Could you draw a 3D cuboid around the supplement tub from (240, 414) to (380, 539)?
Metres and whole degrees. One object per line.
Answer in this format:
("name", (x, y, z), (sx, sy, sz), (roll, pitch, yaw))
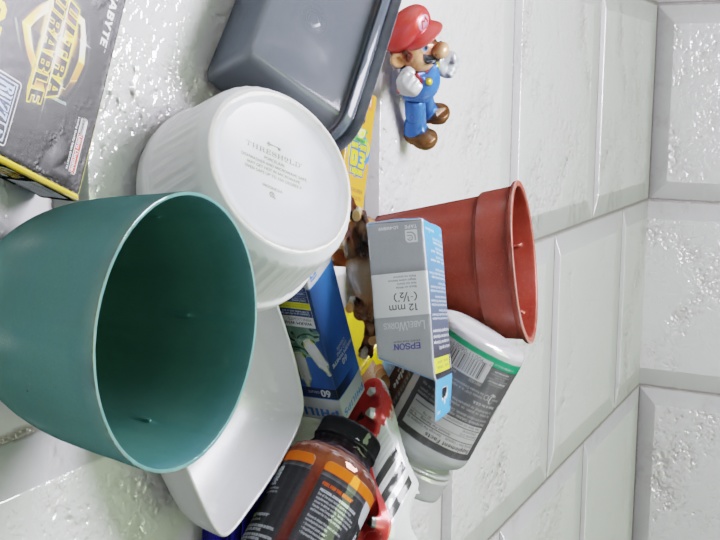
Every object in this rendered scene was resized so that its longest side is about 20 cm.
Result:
("supplement tub", (-0.050, 0.249, 1.104), (0.202, 0.105, 0.108), (-61, 145, -28))

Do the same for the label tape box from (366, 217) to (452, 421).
("label tape box", (0.055, 0.052, 1.150), (0.143, 0.065, 0.204), (9, 78, -78))

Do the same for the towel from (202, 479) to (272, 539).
("towel", (-0.119, 0.326, 1.159), (0.147, 0.049, 0.204), (4, 91, -63))

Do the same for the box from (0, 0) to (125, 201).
("box", (-0.251, -0.174, 0.808), (0.159, 0.049, 0.204), (31, 66, -59))

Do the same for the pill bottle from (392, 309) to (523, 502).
("pill bottle", (0.097, 0.158, 1.272), (0.202, 0.112, 0.113), (-61, 155, 9))

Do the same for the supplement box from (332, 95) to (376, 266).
("supplement box", (-0.033, -0.109, 1.239), (0.066, 0.068, 0.204), (12, 82, -63))

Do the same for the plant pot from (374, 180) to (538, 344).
("plant pot", (0.115, -0.002, 1.386), (0.200, 0.192, 0.205), (-5, 90, -73))

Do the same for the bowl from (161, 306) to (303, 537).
("bowl", (-0.140, 0.124, 1.054), (0.201, 0.073, 0.202), (-54, 141, -45))

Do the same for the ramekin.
("ramekin", (-0.096, -0.072, 0.990), (0.200, 0.094, 0.206), (19, 58, -35))

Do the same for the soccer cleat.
("soccer cleat", (0.026, 0.218, 1.210), (0.084, 0.068, 0.203), (24, 47, -35))

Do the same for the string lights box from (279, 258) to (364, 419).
("string lights box", (-0.068, 0.061, 1.155), (0.059, 0.101, 0.203), (-54, 140, -46))

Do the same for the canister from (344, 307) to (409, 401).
("canister", (0.017, 0.153, 1.355), (0.149, 0.085, 0.202), (-56, 140, -32))

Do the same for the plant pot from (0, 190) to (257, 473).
("plant pot", (-0.196, 0.038, 0.828), (0.200, 0.158, 0.205), (-18, 111, -61))

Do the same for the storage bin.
("storage bin", (-0.067, -0.228, 1.098), (0.133, 0.144, 0.203), (33, 62, -30))

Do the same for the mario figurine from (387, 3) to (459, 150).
("mario figurine", (0.089, -0.252, 1.411), (0.202, 0.104, 0.125), (75, -2, -49))

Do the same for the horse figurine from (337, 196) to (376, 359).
("horse figurine", (0.000, 0.000, 1.178), (0.133, 0.049, 0.204), (-17, 97, -82))
